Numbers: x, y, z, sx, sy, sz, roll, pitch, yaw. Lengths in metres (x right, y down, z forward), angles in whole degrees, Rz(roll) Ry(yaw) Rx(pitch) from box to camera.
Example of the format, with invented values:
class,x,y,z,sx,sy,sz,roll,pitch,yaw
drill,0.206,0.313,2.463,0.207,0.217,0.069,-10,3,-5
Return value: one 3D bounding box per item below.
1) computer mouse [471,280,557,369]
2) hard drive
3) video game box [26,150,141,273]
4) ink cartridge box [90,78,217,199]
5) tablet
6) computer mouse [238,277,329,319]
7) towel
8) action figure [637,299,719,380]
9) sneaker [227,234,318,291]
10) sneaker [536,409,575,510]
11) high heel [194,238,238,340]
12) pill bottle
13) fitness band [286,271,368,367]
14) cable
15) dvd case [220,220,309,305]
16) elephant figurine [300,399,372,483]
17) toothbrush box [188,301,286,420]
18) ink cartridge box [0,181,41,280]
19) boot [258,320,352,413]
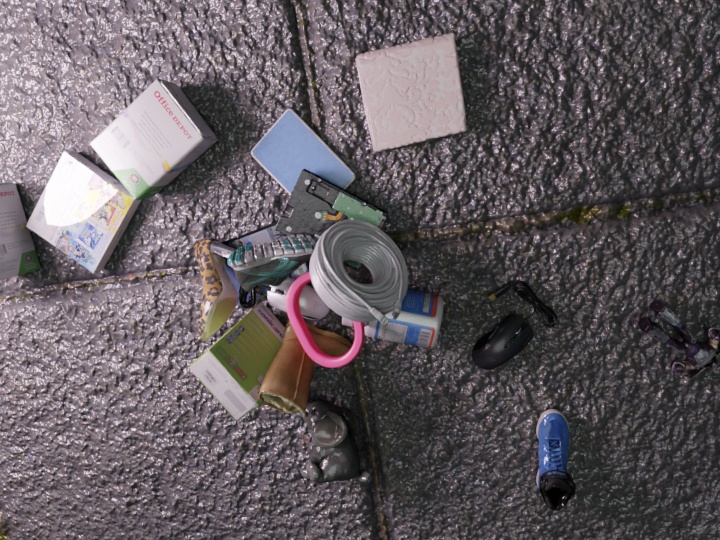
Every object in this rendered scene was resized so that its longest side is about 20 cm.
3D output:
class,x,y,z,sx,sy,sz,roll,pitch,yaw
computer mouse,0.303,0.117,1.119,0.199,0.046,0.141,-38,96,12
hard drive,-0.060,-0.104,1.107,0.198,0.038,0.141,26,104,-6
video game box,-0.606,-0.128,1.167,0.181,0.047,0.201,36,103,0
ink cartridge box,-0.419,-0.266,1.091,0.199,0.088,0.146,-37,96,13
tablet,-0.120,-0.222,1.114,0.200,0.014,0.130,45,102,-3
computer mouse,-0.157,0.047,1.125,0.198,0.044,0.111,17,83,-6
towel,0.103,-0.350,1.055,0.198,0.032,0.193,-10,101,8
action figure,0.661,0.150,1.079,0.199,0.069,0.131,35,98,-5
sneaker,-0.163,-0.013,1.078,0.198,0.078,0.092,-11,122,-6
sneaker,0.417,0.408,1.132,0.076,0.111,0.202,4,101,5
high heel,-0.324,0.035,1.116,0.141,0.071,0.202,19,83,28
pill bottle,0.066,0.090,1.106,0.198,0.112,0.114,11,102,4
fitness band,-0.068,0.095,1.064,0.143,0.037,0.201,-30,80,16
cable,0.000,0.000,1.025,0.199,0.201,0.069,32,140,-6
dvd case,-0.215,-0.018,1.162,0.198,0.018,0.144,-19,98,10
elephant figurine,-0.069,0.352,1.172,0.153,0.141,0.203,3,86,-24
toothbrush box,-0.229,0.183,1.103,0.086,0.200,0.146,-37,97,34
ink cartridge box,-0.799,-0.081,1.145,0.086,0.145,0.202,-7,101,9
boot,-0.104,0.210,1.094,0.174,0.201,0.066,24,129,-10
